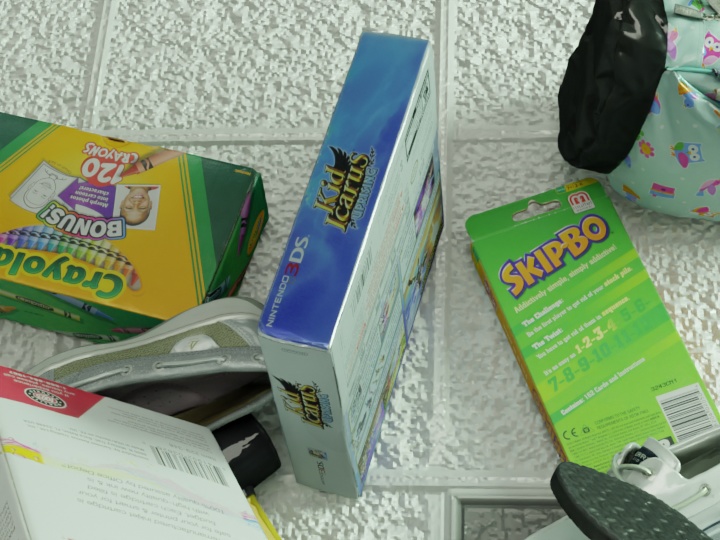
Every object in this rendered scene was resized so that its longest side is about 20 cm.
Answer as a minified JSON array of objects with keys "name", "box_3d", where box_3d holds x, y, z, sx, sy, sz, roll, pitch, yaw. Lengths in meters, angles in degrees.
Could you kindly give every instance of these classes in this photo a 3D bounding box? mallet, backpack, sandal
[{"name":"mallet","box_3d":[-0.031,0.166,0.842,0.066,0.041,0.200,-39,67,-14]},{"name":"backpack","box_3d":[0.231,-0.102,0.922,0.198,0.167,0.128,10,70,-4]},{"name":"sandal","box_3d":[0.165,0.166,0.726,0.200,0.075,0.048,37,109,25]}]

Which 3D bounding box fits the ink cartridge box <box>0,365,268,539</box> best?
[{"name":"ink cartridge box","box_3d":[-0.125,0.138,0.729,0.086,0.147,0.200,-61,28,13]}]

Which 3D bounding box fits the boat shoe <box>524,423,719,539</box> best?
[{"name":"boat shoe","box_3d":[0.160,0.123,0.819,0.198,0.067,0.073,-19,16,-18]}]

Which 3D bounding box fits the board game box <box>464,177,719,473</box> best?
[{"name":"board game box","box_3d":[0.139,0.037,0.908,0.095,0.030,0.201,-17,61,-7]}]

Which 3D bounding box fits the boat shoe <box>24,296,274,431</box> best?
[{"name":"boat shoe","box_3d":[-0.135,0.083,0.861,0.200,0.075,0.065,-22,31,-1]}]

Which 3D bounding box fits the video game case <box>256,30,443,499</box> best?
[{"name":"video game case","box_3d":[0.000,0.000,0.852,0.045,0.182,0.201,11,60,13]}]

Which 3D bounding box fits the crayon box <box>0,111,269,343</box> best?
[{"name":"crayon box","box_3d":[-0.171,-0.022,0.953,0.198,0.058,0.120,13,61,12]}]
